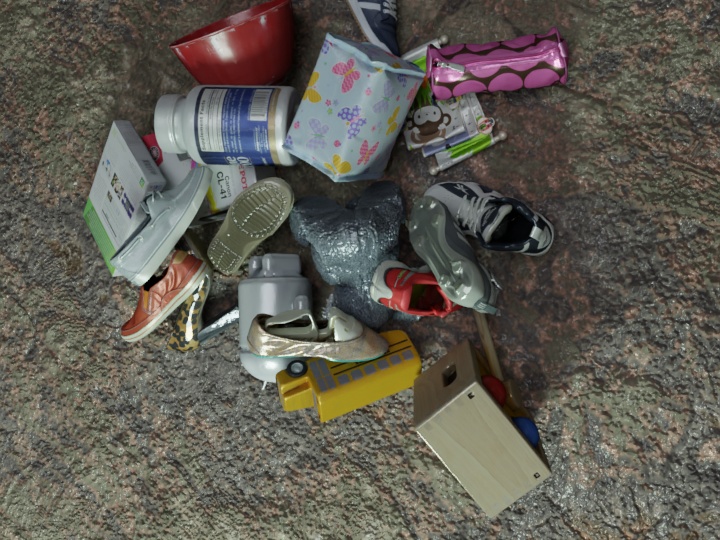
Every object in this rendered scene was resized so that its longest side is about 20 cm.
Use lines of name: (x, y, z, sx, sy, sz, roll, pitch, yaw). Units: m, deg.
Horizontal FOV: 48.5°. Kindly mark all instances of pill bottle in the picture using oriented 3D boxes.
pill bottle: (-0.186, -0.207, 1.140, 0.196, 0.111, 0.113, 3, 88, 10)

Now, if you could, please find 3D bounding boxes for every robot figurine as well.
robot figurine: (-0.125, 0.077, 1.193, 0.168, 0.111, 0.204, -5, 85, 55)

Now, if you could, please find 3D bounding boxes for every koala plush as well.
koala plush: (0.000, 0.000, 1.138, 0.174, 0.184, 0.204, -11, 111, -4)

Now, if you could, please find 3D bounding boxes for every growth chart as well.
growth chart: (0.110, -0.243, 1.183, 0.143, 0.018, 0.202, -30, 78, 15)

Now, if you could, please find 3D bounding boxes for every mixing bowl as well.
mixing bowl: (-0.176, -0.325, 1.207, 0.197, 0.201, 0.110, -14, 115, 17)

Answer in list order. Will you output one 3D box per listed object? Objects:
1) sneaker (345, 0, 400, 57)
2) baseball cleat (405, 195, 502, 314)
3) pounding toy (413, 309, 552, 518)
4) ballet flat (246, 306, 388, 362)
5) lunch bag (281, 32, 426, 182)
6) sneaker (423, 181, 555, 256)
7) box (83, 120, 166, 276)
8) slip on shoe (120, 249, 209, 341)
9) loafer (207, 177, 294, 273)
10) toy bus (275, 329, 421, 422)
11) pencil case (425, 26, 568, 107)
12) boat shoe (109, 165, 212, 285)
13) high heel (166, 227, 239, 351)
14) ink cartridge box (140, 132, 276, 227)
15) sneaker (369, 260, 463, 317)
sneaker: (0.036, -0.409, 1.184, 0.107, 0.070, 0.203, -30, 74, 16)
baseball cleat: (0.125, -0.015, 1.066, 0.070, 0.106, 0.202, -41, 41, 22)
pounding toy: (0.163, 0.172, 1.066, 0.142, 0.200, 0.185, -38, 99, 12)
ballet flat: (-0.056, 0.085, 1.086, 0.196, 0.068, 0.068, -1, 120, -9)
lunch bag: (0.000, -0.222, 1.110, 0.126, 0.199, 0.172, 33, 111, 20)
sneaker: (0.168, -0.077, 1.097, 0.197, 0.129, 0.080, 29, 95, 17)
box: (-0.378, -0.112, 1.267, 0.145, 0.036, 0.201, 55, 129, 28)
slip on shoe: (-0.301, 0.037, 1.189, 0.061, 0.075, 0.199, 41, 123, -15)
loafer: (-0.159, -0.076, 1.175, 0.076, 0.069, 0.200, 42, 129, -9)
toy bus: (-0.017, 0.152, 1.132, 0.197, 0.066, 0.079, -19, 49, -15)
pencil case: (0.189, -0.285, 1.106, 0.196, 0.094, 0.093, -8, 81, 8)
boat shoe: (-0.290, -0.078, 1.161, 0.071, 0.070, 0.203, 36, 79, -24)
high heel: (-0.286, 0.028, 1.246, 0.141, 0.072, 0.202, -28, 104, 9)
ink cartridge box: (-0.240, -0.156, 1.257, 0.197, 0.085, 0.151, -13, 83, 18)
sneaker: (0.098, 0.037, 1.082, 0.084, 0.198, 0.078, 28, 108, 41)
